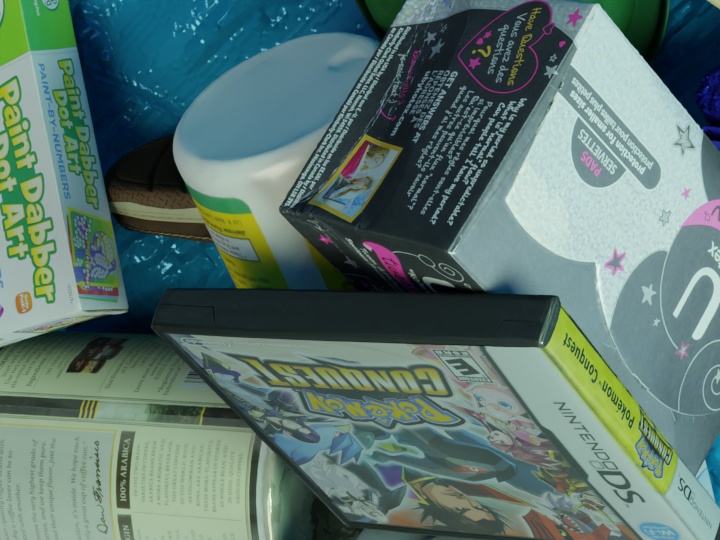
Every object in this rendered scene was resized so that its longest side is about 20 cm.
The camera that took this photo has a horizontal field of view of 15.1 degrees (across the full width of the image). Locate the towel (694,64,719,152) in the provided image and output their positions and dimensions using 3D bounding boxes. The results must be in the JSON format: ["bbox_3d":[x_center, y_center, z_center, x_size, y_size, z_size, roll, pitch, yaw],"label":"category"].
[{"bbox_3d":[0.244,-0.020,1.169,0.199,0.050,0.148,16,152,47],"label":"towel"}]

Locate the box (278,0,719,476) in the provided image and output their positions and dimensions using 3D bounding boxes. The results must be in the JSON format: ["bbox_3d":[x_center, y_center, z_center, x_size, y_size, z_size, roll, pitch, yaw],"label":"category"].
[{"bbox_3d":[0.086,-0.015,1.182,0.114,0.133,0.200,15,158,46],"label":"box"}]

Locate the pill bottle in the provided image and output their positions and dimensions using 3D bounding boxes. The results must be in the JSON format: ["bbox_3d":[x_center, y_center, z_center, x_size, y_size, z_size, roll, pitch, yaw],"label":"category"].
[{"bbox_3d":[0.000,0.000,1.263,0.112,0.113,0.201,-7,125,30],"label":"pill bottle"}]

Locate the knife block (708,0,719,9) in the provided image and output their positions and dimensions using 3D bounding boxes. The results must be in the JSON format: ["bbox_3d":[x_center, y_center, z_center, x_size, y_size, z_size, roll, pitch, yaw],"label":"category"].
[{"bbox_3d":[0.232,-0.104,1.185,0.199,0.064,0.177,-6,114,30],"label":"knife block"}]

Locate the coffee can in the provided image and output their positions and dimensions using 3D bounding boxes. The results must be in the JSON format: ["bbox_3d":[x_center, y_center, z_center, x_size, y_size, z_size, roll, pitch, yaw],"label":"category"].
[{"bbox_3d":[-0.101,0.106,1.424,0.199,0.146,0.147,2,118,26],"label":"coffee can"}]

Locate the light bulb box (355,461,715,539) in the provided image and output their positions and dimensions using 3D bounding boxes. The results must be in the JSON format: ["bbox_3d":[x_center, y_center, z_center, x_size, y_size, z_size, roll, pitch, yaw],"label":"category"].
[{"bbox_3d":[0.096,0.184,1.336,0.124,0.198,0.201,-3,118,30],"label":"light bulb box"}]

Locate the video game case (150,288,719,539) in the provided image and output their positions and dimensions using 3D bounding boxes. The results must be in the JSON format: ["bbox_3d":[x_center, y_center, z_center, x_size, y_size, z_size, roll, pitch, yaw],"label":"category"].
[{"bbox_3d":[0.035,0.066,1.174,0.199,0.026,0.181,1,148,35],"label":"video game case"}]

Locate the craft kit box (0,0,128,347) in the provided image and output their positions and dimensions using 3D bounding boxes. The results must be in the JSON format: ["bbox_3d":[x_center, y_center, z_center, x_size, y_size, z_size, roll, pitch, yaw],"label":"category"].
[{"bbox_3d":[-0.223,-0.052,1.409,0.197,0.048,0.201,-17,81,30],"label":"craft kit box"}]

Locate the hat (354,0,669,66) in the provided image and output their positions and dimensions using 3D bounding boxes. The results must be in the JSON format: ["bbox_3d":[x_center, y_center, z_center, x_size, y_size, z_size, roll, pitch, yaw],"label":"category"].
[{"bbox_3d":[0.029,-0.118,1.209,0.165,0.176,0.201,-22,106,34],"label":"hat"}]

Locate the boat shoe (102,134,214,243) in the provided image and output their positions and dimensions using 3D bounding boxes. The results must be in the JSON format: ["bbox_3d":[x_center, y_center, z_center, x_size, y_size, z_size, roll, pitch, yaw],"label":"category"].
[{"bbox_3d":[-0.035,-0.026,1.363,0.201,0.075,0.075,0,123,27],"label":"boat shoe"}]
